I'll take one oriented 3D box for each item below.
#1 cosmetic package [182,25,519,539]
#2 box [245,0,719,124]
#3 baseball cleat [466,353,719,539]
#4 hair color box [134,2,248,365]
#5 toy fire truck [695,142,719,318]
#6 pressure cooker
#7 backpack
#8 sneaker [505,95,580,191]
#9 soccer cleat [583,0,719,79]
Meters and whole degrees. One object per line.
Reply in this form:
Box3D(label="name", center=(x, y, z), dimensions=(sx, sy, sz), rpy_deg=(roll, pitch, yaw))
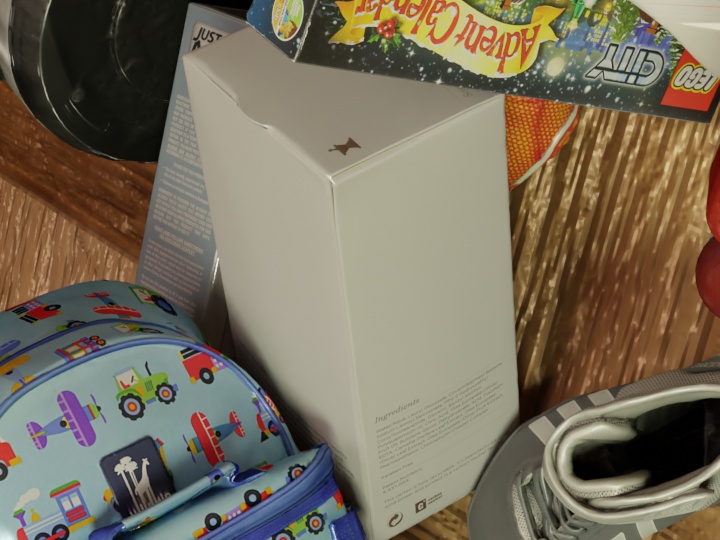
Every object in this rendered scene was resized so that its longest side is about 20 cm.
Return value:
Box3D(label="cosmetic package", center=(0.000, 0.000, 0.819), dimensions=(0.108, 0.085, 0.200), rpy_deg=(43, 150, 40))
Box3D(label="box", center=(0.070, -0.130, 0.720), dimensions=(0.038, 0.200, 0.137), rpy_deg=(42, 120, 47))
Box3D(label="baseball cleat", center=(0.087, 0.074, 0.768), dimensions=(0.200, 0.106, 0.070), rpy_deg=(-36, 68, 44))
Box3D(label="hair color box", center=(-0.042, -0.014, 0.921), dimensions=(0.061, 0.099, 0.200), rpy_deg=(27, 109, 47))
Box3D(label="toy fire truck", center=(0.189, -0.008, 0.597), dimensions=(0.168, 0.200, 0.112), rpy_deg=(-42, 23, 42))
Box3D(label="pressure cooker", center=(-0.123, -0.166, 0.965), dimensions=(0.176, 0.179, 0.200), rpy_deg=(-47, 52, 7))
Box3D(label="backpack", center=(-0.092, 0.108, 0.811), dimensions=(0.135, 0.183, 0.200), rpy_deg=(-1, 109, 60))
Box3D(label="sneaker", center=(0.065, -0.111, 0.821), dimensions=(0.073, 0.077, 0.200), rpy_deg=(48, 125, 36))
Box3D(label="soccer cleat", center=(0.167, -0.082, 0.679), dimensions=(0.200, 0.069, 0.078), rpy_deg=(29, 132, 13))
